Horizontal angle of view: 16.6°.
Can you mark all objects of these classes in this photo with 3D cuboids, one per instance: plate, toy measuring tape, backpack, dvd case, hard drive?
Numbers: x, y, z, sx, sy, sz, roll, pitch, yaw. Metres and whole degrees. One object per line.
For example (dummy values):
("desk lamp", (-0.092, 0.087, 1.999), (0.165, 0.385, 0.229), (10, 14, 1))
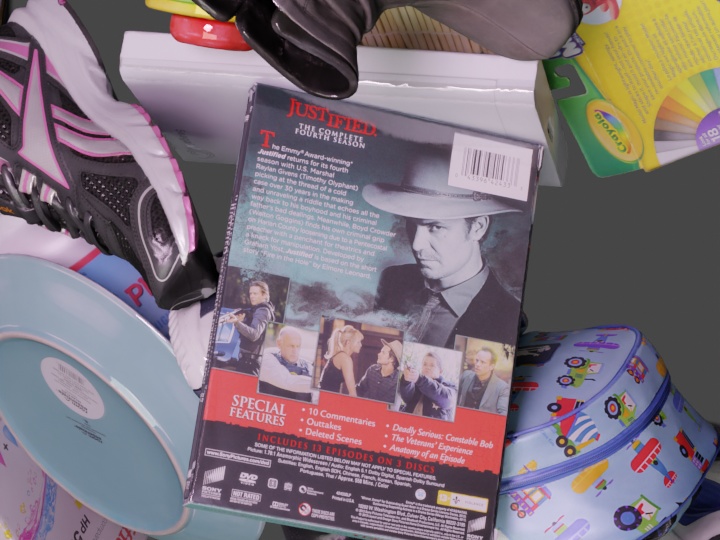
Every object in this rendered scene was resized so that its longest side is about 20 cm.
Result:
("plate", (-0.133, 0.076, 1.243), (0.200, 0.026, 0.200), (30, 147, 22))
("toy measuring tape", (-0.088, -0.143, 1.153), (0.200, 0.073, 0.074), (19, 133, 50))
("backpack", (0.070, 0.086, 1.235), (0.199, 0.183, 0.135), (-15, 103, 27))
("dvd case", (0.003, 0.023, 1.138), (0.145, 0.201, 0.022), (11, 167, -12))
("hard drive", (-0.005, -0.078, 1.206), (0.199, 0.026, 0.132), (4, 164, 12))

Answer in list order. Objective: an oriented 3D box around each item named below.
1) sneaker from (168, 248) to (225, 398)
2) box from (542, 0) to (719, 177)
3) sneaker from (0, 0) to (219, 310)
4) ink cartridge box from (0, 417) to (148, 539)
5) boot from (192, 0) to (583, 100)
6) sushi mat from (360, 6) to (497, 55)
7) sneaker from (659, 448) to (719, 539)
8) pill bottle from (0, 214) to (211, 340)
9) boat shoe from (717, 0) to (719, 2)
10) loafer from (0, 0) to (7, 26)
("sneaker", (0.000, 0.000, 1.192), (0.129, 0.199, 0.080), (-29, 86, 32))
("box", (0.177, -0.125, 1.162), (0.200, 0.048, 0.118), (-21, 113, 22))
("sneaker", (-0.139, -0.045, 1.174), (0.086, 0.200, 0.080), (-31, 140, -9))
("ink cartridge box", (-0.216, 0.135, 1.376), (0.125, 0.129, 0.200), (-21, 113, 26))
("boot", (0.002, -0.118, 1.058), (0.200, 0.131, 0.068), (34, 139, -21))
("sushi mat", (0.001, -0.167, 1.117), (0.095, 0.012, 0.200), (-2, 139, 22))
("sneaker", (0.159, 0.144, 1.286), (0.199, 0.115, 0.081), (-14, 115, 22))
("pill bottle", (-0.132, 0.009, 1.290), (0.109, 0.109, 0.200), (-26, 111, 27))
("boat shoe", (0.162, -0.211, 1.058), (0.071, 0.091, 0.201), (-12, 95, 23))
("loafer", (-0.177, -0.171, 1.224), (0.072, 0.073, 0.200), (28, 133, -12))
